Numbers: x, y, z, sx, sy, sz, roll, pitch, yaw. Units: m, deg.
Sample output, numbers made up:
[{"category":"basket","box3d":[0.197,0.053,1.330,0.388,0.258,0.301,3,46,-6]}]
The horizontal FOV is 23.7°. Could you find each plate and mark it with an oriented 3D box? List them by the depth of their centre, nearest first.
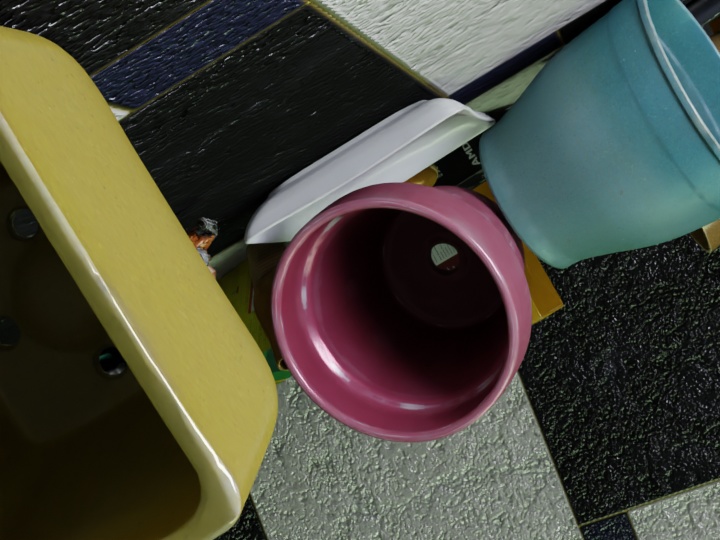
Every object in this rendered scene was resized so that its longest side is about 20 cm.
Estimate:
[{"category":"plate","box3d":[0.007,-0.084,1.382,0.200,0.032,0.200,-31,175,11]}]

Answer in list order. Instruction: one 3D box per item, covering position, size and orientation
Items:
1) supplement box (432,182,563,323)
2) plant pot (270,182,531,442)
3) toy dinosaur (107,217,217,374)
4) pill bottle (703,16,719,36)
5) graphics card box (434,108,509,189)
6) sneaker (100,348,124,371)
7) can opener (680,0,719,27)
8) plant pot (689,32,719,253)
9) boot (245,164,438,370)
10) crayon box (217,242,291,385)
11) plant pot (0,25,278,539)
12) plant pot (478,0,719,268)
[{"category":"supplement box","box3d":[0.112,0.016,2.157,0.200,0.197,0.133,-31,176,19]},{"category":"plant pot","box3d":[0.051,0.014,1.380,0.200,0.200,0.179,-32,-176,26]},{"category":"toy dinosaur","box3d":[-0.144,0.019,1.225,0.136,0.102,0.200,-46,154,0]},{"category":"pill bottle","box3d":[0.387,-0.234,1.662,0.200,0.111,0.111,-32,175,22]},{"category":"graphics card box","box3d":[0.067,-0.085,1.671,0.200,0.051,0.125,-31,175,32]},{"category":"sneaker","box3d":[-0.261,0.108,1.710,0.200,0.075,0.079,-32,154,31]},{"category":"can opener","box3d":[0.247,-0.209,1.477,0.200,0.079,0.063,-36,135,29]},{"category":"plant pot","box3d":[0.354,-0.146,1.567,0.200,0.186,0.186,-31,176,3]},{"category":"boot","box3d":[-0.001,0.000,1.517,0.201,0.144,0.071,-28,146,7]},{"category":"crayon box","box3d":[-0.102,0.053,1.651,0.051,0.127,0.200,22,146,-29]},{"category":"plant pot","box3d":[-0.145,0.028,0.661,0.194,0.196,0.200,-31,-178,15]},{"category":"plant pot","box3d":[0.207,-0.103,1.398,0.188,0.200,0.200,-30,176,25]}]
